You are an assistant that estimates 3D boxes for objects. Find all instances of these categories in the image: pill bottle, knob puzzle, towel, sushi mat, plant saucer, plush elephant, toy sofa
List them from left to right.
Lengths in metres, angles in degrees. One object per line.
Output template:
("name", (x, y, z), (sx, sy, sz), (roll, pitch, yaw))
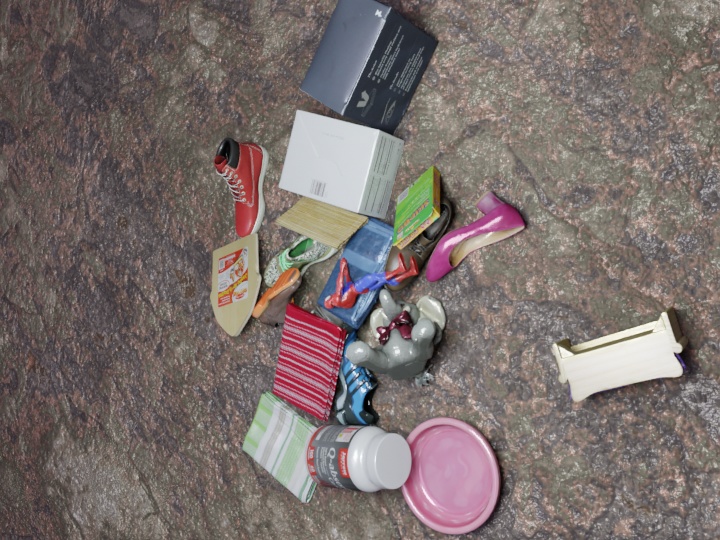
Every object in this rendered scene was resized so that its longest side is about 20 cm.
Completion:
("knob puzzle", (-0.262, 0.040, 1.639), (0.217, 0.030, 0.226), (-13, 72, 48))
("towel", (-0.158, 0.367, 1.593), (0.198, 0.030, 0.152), (30, 103, 29))
("towel", (-0.103, 0.177, 1.483), (0.142, 0.022, 0.205), (22, 112, 28))
("sushi mat", (-0.078, -0.097, 1.511), (0.198, 0.095, 0.012), (24, 145, 42))
("pill bottle", (-0.005, 0.348, 1.422), (0.197, 0.114, 0.119), (-12, 82, 48))
("towel", (0.000, 0.000, 1.466), (0.110, 0.048, 0.203), (26, 85, 30))
("plush elephant", (0.072, 0.108, 1.397), (0.162, 0.200, 0.158), (-23, 54, 15))
("plant saucer", (0.164, 0.367, 1.383), (0.196, 0.050, 0.207), (-2, 87, 32))
("toy sofa", (0.415, 0.135, 1.218), (0.197, 0.082, 0.100), (-22, 82, 29))

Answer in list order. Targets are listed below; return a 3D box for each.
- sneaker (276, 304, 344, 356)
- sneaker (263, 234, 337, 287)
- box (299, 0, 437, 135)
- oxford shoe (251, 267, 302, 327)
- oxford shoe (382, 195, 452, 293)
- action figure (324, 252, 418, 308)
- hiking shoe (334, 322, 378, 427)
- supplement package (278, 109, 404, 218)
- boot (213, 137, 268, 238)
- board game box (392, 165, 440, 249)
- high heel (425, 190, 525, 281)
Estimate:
("sneaker", (-0.096, 0.116, 1.524), (0.201, 0.081, 0.078), (-53, 50, 19))
("sneaker", (-0.137, -0.031, 1.557), (0.198, 0.088, 0.078), (-35, 72, 26))
("box", (0.018, -0.379, 1.409), (0.116, 0.198, 0.200), (34, 104, 27))
("oxford shoe", (-0.154, 0.058, 1.550), (0.072, 0.072, 0.200), (39, 145, -8))
("oxford shoe", (0.100, -0.048, 1.392), (0.072, 0.084, 0.203), (29, 97, -3))
("action figure", (0.004, 0.002, 1.383), (0.198, 0.065, 0.101), (-30, 64, 30))
("hiking shoe", (-0.003, 0.201, 1.486), (0.085, 0.074, 0.206), (0, 98, 23))
("supplement package", (-0.037, -0.206, 1.489), (0.197, 0.110, 0.160), (20, 98, 31))
("boot", (-0.264, -0.170, 1.608), (0.071, 0.143, 0.206), (7, 94, 29))
("board game box", (0.101, -0.112, 1.368), (0.030, 0.201, 0.095), (43, 115, -15))
("high heel", (0.202, -0.039, 1.364), (0.201, 0.067, 0.096), (-48, 57, 8))
